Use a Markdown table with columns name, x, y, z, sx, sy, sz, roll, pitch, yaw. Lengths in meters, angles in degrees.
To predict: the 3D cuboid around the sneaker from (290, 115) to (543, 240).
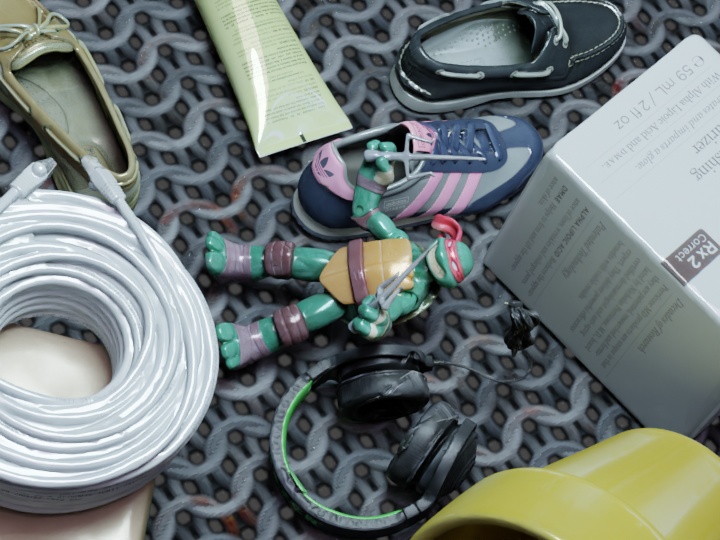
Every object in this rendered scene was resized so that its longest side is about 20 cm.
| name | x | y | z | sx | sy | sz | roll | pitch | yaw |
| --- | --- | --- | --- | --- | --- | --- | --- | --- | --- |
| sneaker | 0.051 | -0.078 | 1.666 | 0.200 | 0.082 | 0.070 | -19 | 66 | -24 |

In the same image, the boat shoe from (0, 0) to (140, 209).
| name | x | y | z | sx | sy | sz | roll | pitch | yaw |
| --- | --- | --- | --- | --- | --- | --- | --- | --- | --- |
| boat shoe | -0.210 | -0.128 | 1.631 | 0.073 | 0.063 | 0.201 | -19 | 68 | -24 |

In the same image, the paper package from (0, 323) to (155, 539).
| name | x | y | z | sx | sy | sz | roll | pitch | yaw |
| --- | --- | --- | --- | --- | --- | --- | --- | --- | --- |
| paper package | -0.226 | 0.138 | 1.457 | 0.190 | 0.104 | 0.200 | 13 | 58 | -8 |

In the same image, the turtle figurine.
| name | x | y | z | sx | sy | sz | roll | pitch | yaw |
| --- | --- | --- | --- | --- | --- | --- | --- | --- | --- |
| turtle figurine | 0.000 | 0.000 | 1.576 | 0.200 | 0.101 | 0.150 | -15 | 48 | 10 |

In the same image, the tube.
| name | x | y | z | sx | sy | sz | roll | pitch | yaw |
| --- | --- | --- | --- | --- | --- | --- | --- | --- | --- |
| tube | -0.083 | -0.176 | 1.708 | 0.058 | 0.052 | 0.200 | -32 | 73 | 15 |

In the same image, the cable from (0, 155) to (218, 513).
| name | x | y | z | sx | sy | sz | roll | pitch | yaw |
| --- | --- | --- | --- | --- | --- | --- | --- | --- | --- |
| cable | -0.187 | 0.048 | 1.419 | 0.200 | 0.069 | 0.200 | -35 | 77 | -30 |

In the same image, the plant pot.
| name | x | y | z | sx | sy | sz | roll | pitch | yaw |
| --- | --- | --- | --- | --- | --- | --- | --- | --- | --- |
| plant pot | 0.154 | 0.197 | 1.488 | 0.201 | 0.201 | 0.189 | 45 | 46 | 11 |

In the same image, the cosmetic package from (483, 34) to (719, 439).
| name | x | y | z | sx | sy | sz | roll | pitch | yaw |
| --- | --- | --- | --- | --- | --- | --- | --- | --- | --- |
| cosmetic package | 0.226 | -0.017 | 1.632 | 0.200 | 0.165 | 0.165 | 45 | 61 | 11 |

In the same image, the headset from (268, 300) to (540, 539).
| name | x | y | z | sx | sy | sz | roll | pitch | yaw |
| --- | --- | --- | --- | --- | --- | --- | --- | --- | --- |
| headset | 0.033 | 0.092 | 1.560 | 0.200 | 0.094 | 0.124 | -32 | 74 | -16 |

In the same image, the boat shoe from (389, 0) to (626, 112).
| name | x | y | z | sx | sy | sz | roll | pitch | yaw |
| --- | --- | --- | --- | --- | --- | --- | --- | --- | --- |
| boat shoe | 0.119 | -0.168 | 1.748 | 0.200 | 0.060 | 0.076 | -21 | 69 | -25 |
